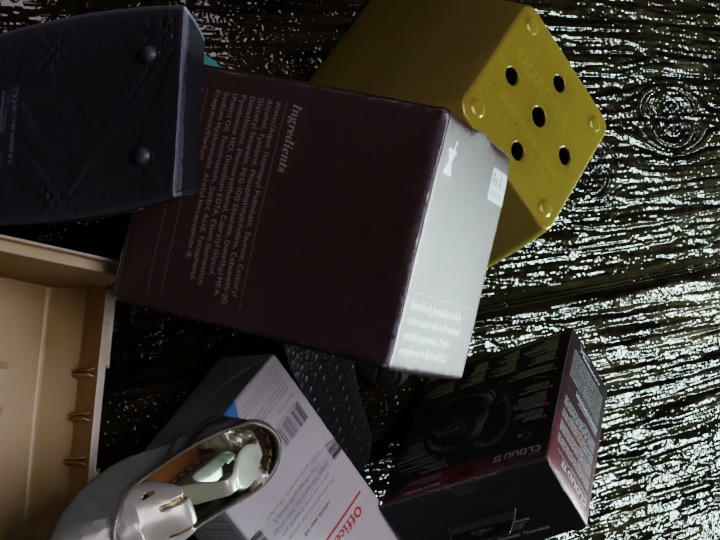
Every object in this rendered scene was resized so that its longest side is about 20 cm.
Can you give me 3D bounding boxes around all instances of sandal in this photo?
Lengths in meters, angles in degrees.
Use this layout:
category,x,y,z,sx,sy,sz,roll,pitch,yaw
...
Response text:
category,x,y,z,sx,sy,sz,roll,pitch,yaw
sandal,-0.039,0.080,1.151,0.075,0.048,0.201,-28,120,-39

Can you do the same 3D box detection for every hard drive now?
category,x,y,z,sx,sy,sz,roll,pitch,yaw
hard drive,-0.186,-0.094,0.937,0.042,0.200,0.135,18,71,-57

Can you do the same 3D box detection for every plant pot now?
category,x,y,z,sx,sy,sz,roll,pitch,yaw
plant pot,0.081,-0.112,1.206,0.200,0.176,0.200,52,53,-25

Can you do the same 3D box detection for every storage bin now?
category,x,y,z,sx,sy,sz,roll,pitch,yaw
storage bin,-0.244,0.084,0.922,0.198,0.094,0.201,13,75,-42

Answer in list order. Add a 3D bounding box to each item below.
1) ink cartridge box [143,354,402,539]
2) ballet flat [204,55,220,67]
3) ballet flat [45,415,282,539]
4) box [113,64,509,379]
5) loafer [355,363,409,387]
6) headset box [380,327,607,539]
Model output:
category,x,y,z,sx,sy,sz,roll,pitch,yaw
ink cartridge box,-0.064,0.176,1.100,0.116,0.068,0.200,-50,118,-36
ballet flat,-0.098,-0.070,1.100,0.200,0.067,0.070,60,42,-21
ballet flat,-0.120,0.144,0.935,0.200,0.064,0.068,-32,113,-53
box,-0.028,-0.031,0.970,0.166,0.200,0.165,19,84,-69
loafer,0.000,0.000,1.190,0.063,0.072,0.200,-46,124,-42
headset box,0.111,0.149,1.173,0.077,0.149,0.200,58,27,-22
